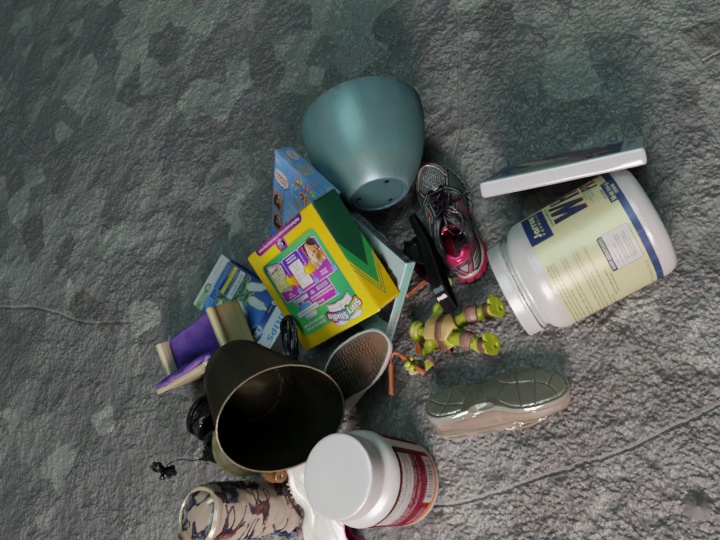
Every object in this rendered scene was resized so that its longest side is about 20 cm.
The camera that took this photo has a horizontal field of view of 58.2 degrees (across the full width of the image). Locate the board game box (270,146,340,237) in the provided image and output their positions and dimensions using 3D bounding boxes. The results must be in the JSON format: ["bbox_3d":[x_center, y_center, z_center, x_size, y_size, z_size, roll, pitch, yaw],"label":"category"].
[{"bbox_3d":[-0.094,-0.070,1.034,0.151,0.036,0.204,44,139,39],"label":"board game box"}]

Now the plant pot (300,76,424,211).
[{"bbox_3d":[0.016,-0.174,0.990,0.196,0.199,0.138,-23,65,20],"label":"plant pot"}]

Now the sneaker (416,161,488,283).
[{"bbox_3d":[0.133,-0.084,0.965,0.080,0.074,0.204,-30,60,17],"label":"sneaker"}]

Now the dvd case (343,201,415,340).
[{"bbox_3d":[0.000,0.000,0.987,0.200,0.022,0.149,45,130,41],"label":"dvd case"}]

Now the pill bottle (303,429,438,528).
[{"bbox_3d":[0.017,0.269,0.833,0.111,0.199,0.117,-10,67,26],"label":"pill bottle"}]

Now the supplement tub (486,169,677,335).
[{"bbox_3d":[0.275,-0.020,0.818,0.197,0.144,0.148,-30,61,17],"label":"supplement tub"}]

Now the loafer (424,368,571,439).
[{"bbox_3d":[0.185,0.182,0.860,0.195,0.064,0.073,-15,33,22],"label":"loafer"}]

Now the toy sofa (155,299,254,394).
[{"bbox_3d":[-0.270,0.128,1.063,0.198,0.096,0.085,-31,80,42],"label":"toy sofa"}]

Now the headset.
[{"bbox_3d":[-0.246,0.262,1.051,0.199,0.094,0.124,-43,57,-3],"label":"headset"}]

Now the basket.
[{"bbox_3d":[-0.143,0.175,0.905,0.199,0.176,0.140,15,106,60],"label":"basket"}]

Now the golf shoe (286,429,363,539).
[{"bbox_3d":[-0.051,0.321,0.923,0.089,0.075,0.205,-17,86,10],"label":"golf shoe"}]

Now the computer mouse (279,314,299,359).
[{"bbox_3d":[-0.107,0.170,1.004,0.058,0.033,0.206,18,107,51],"label":"computer mouse"}]

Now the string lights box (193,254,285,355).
[{"bbox_3d":[-0.186,0.065,1.105,0.198,0.059,0.104,29,88,33],"label":"string lights box"}]

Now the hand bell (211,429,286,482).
[{"bbox_3d":[-0.145,0.268,0.927,0.199,0.102,0.107,-2,67,67],"label":"hand bell"}]

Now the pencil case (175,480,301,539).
[{"bbox_3d":[-0.167,0.345,0.914,0.077,0.198,0.091,27,92,36],"label":"pencil case"}]

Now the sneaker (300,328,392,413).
[{"bbox_3d":[-0.018,0.155,0.951,0.073,0.084,0.201,43,111,8],"label":"sneaker"}]

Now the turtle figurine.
[{"bbox_3d":[0.121,0.092,0.909,0.159,0.065,0.203,-8,46,43],"label":"turtle figurine"}]

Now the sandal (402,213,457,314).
[{"bbox_3d":[0.089,-0.014,0.932,0.047,0.076,0.203,-28,35,13],"label":"sandal"}]

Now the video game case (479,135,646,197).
[{"bbox_3d":[0.271,-0.139,0.851,0.195,0.182,0.024,-10,101,26],"label":"video game case"}]

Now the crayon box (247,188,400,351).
[{"bbox_3d":[-0.060,0.006,0.952,0.199,0.058,0.175,-31,94,48],"label":"crayon box"}]
